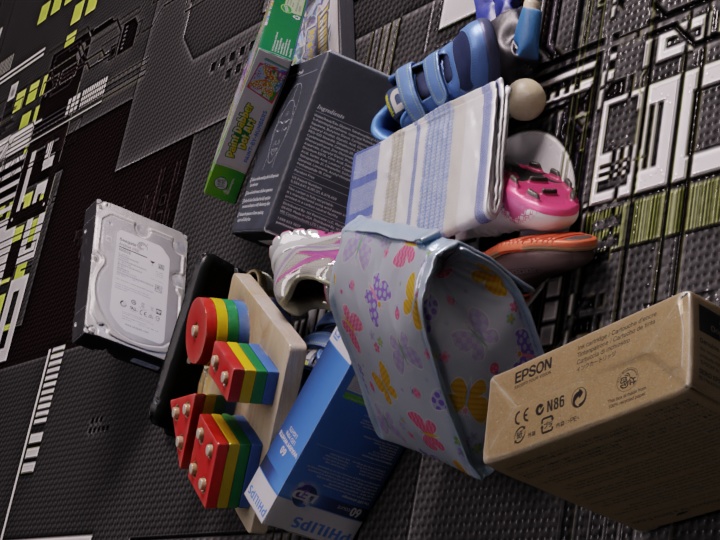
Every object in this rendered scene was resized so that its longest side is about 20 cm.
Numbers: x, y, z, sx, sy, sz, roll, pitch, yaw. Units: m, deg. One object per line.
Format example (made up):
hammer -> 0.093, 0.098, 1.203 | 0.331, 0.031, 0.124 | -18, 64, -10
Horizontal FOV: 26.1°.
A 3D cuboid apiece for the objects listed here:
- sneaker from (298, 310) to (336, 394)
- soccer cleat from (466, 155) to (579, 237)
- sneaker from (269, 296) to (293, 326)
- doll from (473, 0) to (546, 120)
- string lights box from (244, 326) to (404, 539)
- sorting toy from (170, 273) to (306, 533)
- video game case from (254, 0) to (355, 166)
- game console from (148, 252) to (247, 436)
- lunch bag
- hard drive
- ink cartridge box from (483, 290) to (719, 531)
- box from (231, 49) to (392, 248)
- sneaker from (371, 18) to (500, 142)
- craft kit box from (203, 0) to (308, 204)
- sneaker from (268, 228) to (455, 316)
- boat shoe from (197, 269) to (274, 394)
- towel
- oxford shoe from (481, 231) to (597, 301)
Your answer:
sneaker -> -0.023, 0.079, 1.545 | 0.074, 0.082, 0.201 | -23, 49, 52
soccer cleat -> 0.134, -0.060, 1.416 | 0.200, 0.069, 0.087 | -138, 51, -56
sneaker -> -0.074, 0.113, 1.624 | 0.077, 0.075, 0.201 | -34, 53, 34
doll -> 0.143, -0.226, 1.504 | 0.137, 0.048, 0.201 | 122, 150, -46
string lights box -> -0.015, 0.154, 1.462 | 0.201, 0.102, 0.059 | -61, 32, 11
sorting toy -> -0.135, 0.128, 1.562 | 0.199, 0.069, 0.202 | -135, 54, -61
video game case -> -0.069, -0.233, 1.876 | 0.181, 0.025, 0.201 | -39, 41, 40
game console -> -0.203, 0.088, 1.800 | 0.116, 0.176, 0.202 | 10, 79, 30
lunch bag -> 0.067, 0.051, 1.305 | 0.127, 0.201, 0.169 | -30, 19, -23
hard drive -> -0.285, 0.020, 1.946 | 0.038, 0.139, 0.201 | -37, 41, 40
ink cartridge box -> 0.210, 0.104, 1.074 | 0.200, 0.164, 0.076 | -29, 45, 46
box -> -0.042, -0.115, 1.651 | 0.201, 0.106, 0.148 | -71, 17, -5
sneaker -> 0.073, -0.169, 1.490 | 0.200, 0.082, 0.074 | 125, 141, -57
craft kit box -> -0.116, -0.209, 1.773 | 0.201, 0.048, 0.198 | -82, 11, -56
sneaker -> 0.000, 0.000, 1.515 | 0.199, 0.081, 0.089 | -16, 44, 24
boat shoe -> -0.143, 0.094, 1.711 | 0.071, 0.076, 0.202 | 9, 75, 14
towel -> 0.059, -0.080, 1.426 | 0.199, 0.024, 0.148 | -23, 49, 43
oxford shoe -> 0.136, 0.011, 1.371 | 0.199, 0.071, 0.073 | -17, 83, 52
